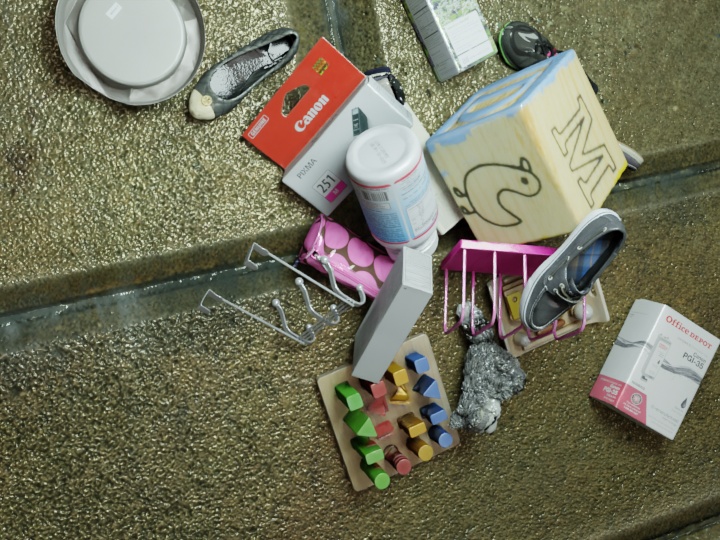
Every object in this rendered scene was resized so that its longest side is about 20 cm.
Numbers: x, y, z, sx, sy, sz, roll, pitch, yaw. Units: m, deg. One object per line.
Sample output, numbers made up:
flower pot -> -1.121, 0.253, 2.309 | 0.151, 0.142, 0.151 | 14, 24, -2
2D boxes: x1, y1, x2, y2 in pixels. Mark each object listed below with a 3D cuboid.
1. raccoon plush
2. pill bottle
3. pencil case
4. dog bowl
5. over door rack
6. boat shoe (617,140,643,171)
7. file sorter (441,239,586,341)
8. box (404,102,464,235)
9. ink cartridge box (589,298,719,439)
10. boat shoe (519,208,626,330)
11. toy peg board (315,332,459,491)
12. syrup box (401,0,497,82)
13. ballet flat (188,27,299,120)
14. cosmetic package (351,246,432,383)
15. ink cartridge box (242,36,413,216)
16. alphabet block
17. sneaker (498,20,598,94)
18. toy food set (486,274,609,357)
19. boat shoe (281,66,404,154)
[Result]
raccoon plush -> 0.172, 0.167, 1.155 | 0.133, 0.097, 0.201 | -26, 73, -33
pill bottle -> 0.054, -0.102, 1.028 | 0.108, 0.109, 0.201 | -35, 139, -11
pencil case -> 0.000, 0.000, 1.099 | 0.199, 0.094, 0.091 | 28, 105, -15
dog bowl -> -0.319, -0.330, 1.001 | 0.198, 0.059, 0.203 | -1, 94, -16
over door rack -> -0.112, 0.030, 1.035 | 0.199, 0.148, 0.067 | 23, 47, -30
boat shoe -> 0.388, -0.205, 1.211 | 0.198, 0.072, 0.065 | 19, 101, -20
file sorter -> 0.234, 0.038, 1.102 | 0.197, 0.139, 0.127 | 5, 76, -5
box -> 0.090, -0.157, 1.126 | 0.082, 0.068, 0.201 | -38, 103, -11
ink cartridge box -> 0.522, 0.173, 1.267 | 0.146, 0.083, 0.202 | 29, 86, -16
boat shoe -> 0.291, 0.010, 0.971 | 0.070, 0.066, 0.201 | 31, 110, -16
toy peg board -> 0.058, 0.234, 1.132 | 0.197, 0.098, 0.202 | -21, 100, -13
syrup box -> 0.127, -0.409, 1.111 | 0.078, 0.081, 0.202 | -30, 101, -14
ballet flat -> -0.173, -0.294, 1.046 | 0.200, 0.057, 0.067 | -42, 103, -9
cosmetic package -> 0.045, 0.069, 1.040 | 0.050, 0.083, 0.201 | 19, 130, -9
ink cartridge box -> -0.051, -0.204, 1.038 | 0.173, 0.044, 0.200 | 36, 117, -21
alphabet block -> 0.251, -0.175, 1.071 | 0.196, 0.194, 0.201 | -45, 110, -35
sneaker -> 0.313, -0.344, 1.168 | 0.199, 0.084, 0.077 | 31, 85, -16
toy food set -> 0.319, 0.057, 1.212 | 0.198, 0.060, 0.145 | -22, 100, -13
boat shoe -> -0.025, -0.245, 1.092 | 0.198, 0.093, 0.075 | -18, 120, 13
